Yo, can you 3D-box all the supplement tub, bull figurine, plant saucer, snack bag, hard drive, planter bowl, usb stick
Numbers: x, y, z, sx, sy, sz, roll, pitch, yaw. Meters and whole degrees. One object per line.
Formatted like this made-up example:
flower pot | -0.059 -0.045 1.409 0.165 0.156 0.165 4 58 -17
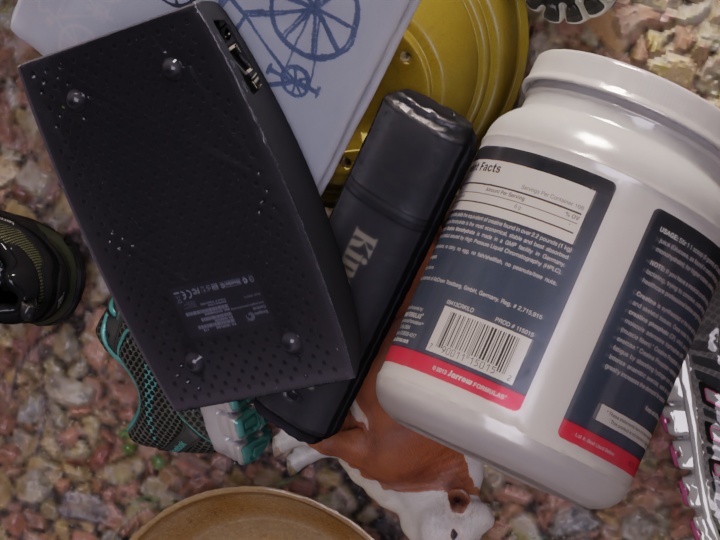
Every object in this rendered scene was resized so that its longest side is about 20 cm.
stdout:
supplement tub | 0.105 0.006 0.921 0.139 0.140 0.201 24 84 6
bull figurine | 0.011 0.070 1.015 0.120 0.065 0.202 -3 94 10
plant saucer | -0.054 0.217 1.043 0.198 0.035 0.202 2 99 12
snack bag | -0.076 -0.136 0.899 0.199 0.021 0.189 35 128 9
hard drive | -0.081 -0.031 0.918 0.134 0.042 0.201 -13 108 34
planter bowl | -0.008 -0.108 0.960 0.198 0.084 0.202 1 116 1
usb stick | 0.000 0.000 0.944 0.055 0.033 0.201 29 114 7

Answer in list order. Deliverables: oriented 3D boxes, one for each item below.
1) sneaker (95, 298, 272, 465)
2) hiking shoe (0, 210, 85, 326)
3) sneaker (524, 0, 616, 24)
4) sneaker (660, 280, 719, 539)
sneaker | -0.112 0.016 1.021 0.090 0.078 0.202 -6 101 20
hiking shoe | -0.256 -0.025 1.028 0.199 0.101 0.076 20 96 6
sneaker | 0.092 -0.232 0.973 0.078 0.089 0.201 -17 97 28
sneaker | 0.214 0.091 0.983 0.087 0.074 0.202 -17 87 15
